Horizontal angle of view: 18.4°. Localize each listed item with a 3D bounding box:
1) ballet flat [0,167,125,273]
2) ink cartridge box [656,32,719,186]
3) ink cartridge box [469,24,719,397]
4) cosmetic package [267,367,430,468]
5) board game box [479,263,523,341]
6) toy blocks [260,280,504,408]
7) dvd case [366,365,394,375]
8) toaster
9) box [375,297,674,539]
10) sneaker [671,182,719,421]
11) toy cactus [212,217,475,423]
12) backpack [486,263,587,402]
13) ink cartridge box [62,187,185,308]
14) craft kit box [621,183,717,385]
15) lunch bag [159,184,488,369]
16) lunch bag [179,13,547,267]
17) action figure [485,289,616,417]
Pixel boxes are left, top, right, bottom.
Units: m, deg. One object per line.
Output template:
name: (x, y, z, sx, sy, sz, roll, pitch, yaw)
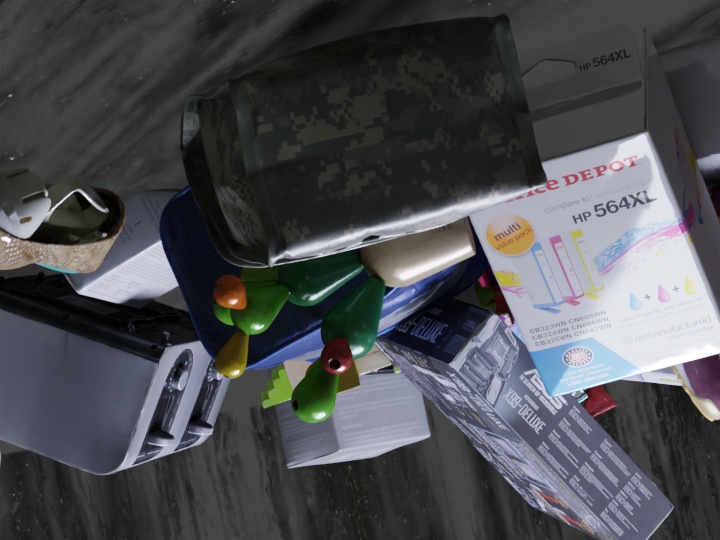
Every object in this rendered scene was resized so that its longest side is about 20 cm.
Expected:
ballet flat: (-0.214, -0.037, 1.414, 0.065, 0.071, 0.200, -44, 165, 17)
ink cartridge box: (0.194, -0.094, 1.541, 0.199, 0.085, 0.144, -16, 173, 22)
ink cartridge box: (0.144, -0.046, 1.403, 0.128, 0.200, 0.125, -16, -147, 17)
cosmetic package: (-0.021, 0.057, 1.874, 0.106, 0.201, 0.090, -4, 167, -38)
board game box: (0.072, 0.006, 1.681, 0.199, 0.158, 0.039, 25, -151, -3)
toy blocks: (0.000, 0.000, 1.623, 0.199, 0.137, 0.100, -19, -166, 2)
dvd case: (0.037, 0.015, 1.860, 0.017, 0.143, 0.200, -12, 174, 25)
toaster: (-0.214, 0.074, 1.743, 0.199, 0.119, 0.181, 18, -173, 15)
box: (0.106, 0.100, 1.533, 0.050, 0.200, 0.158, -47, -160, -10)
sneaker: (0.257, 0.009, 1.491, 0.090, 0.201, 0.075, -18, 133, 27)
toy cactus: (-0.016, -0.011, 1.343, 0.164, 0.201, 0.102, -16, 137, 8)
backpack: (0.118, 0.015, 1.783, 0.175, 0.201, 0.153, -15, -166, 15)
ink cartridge box: (-0.112, -0.044, 1.625, 0.200, 0.050, 0.161, -32, 170, 6)
craft kit box: (0.259, -0.014, 1.601, 0.197, 0.201, 0.048, 6, 168, 28)
lunch bag: (-0.014, -0.024, 1.478, 0.200, 0.136, 0.132, -26, 169, 27)
lunch bag: (-0.007, -0.071, 1.258, 0.163, 0.118, 0.200, -14, -175, -13)
action figure: (0.118, 0.016, 1.591, 0.052, 0.201, 0.065, -26, 172, 14)
